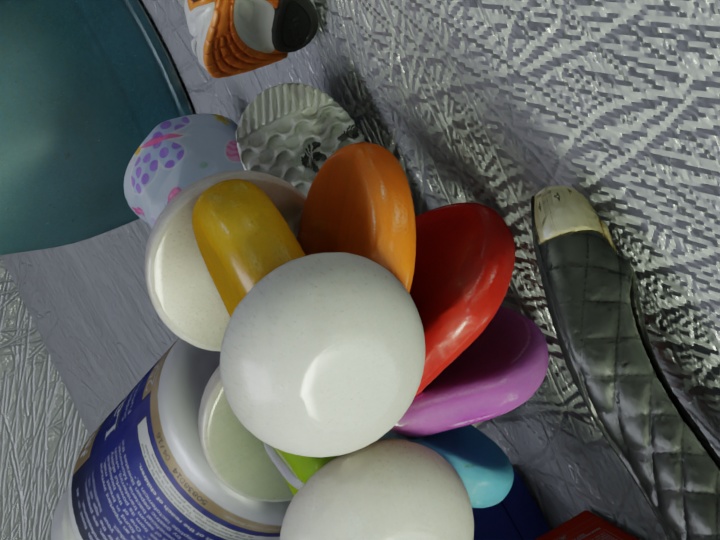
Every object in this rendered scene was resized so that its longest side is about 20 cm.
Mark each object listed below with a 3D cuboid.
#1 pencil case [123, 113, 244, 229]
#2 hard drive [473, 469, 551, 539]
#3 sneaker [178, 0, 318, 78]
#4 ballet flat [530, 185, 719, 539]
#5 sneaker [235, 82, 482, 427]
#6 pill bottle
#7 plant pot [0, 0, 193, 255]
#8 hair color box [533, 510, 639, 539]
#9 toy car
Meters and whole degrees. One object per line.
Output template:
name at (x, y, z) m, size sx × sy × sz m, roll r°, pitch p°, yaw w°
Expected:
pencil case at (-0.059, -0.005, 1.139) m, size 0.200 × 0.083 × 0.091 m, roll 51°, pitch -179°, yaw 36°
hard drive at (0.030, 0.194, 0.959) m, size 0.132 × 0.200 × 0.025 m, roll 60°, pitch 146°, yaw 7°
sneaker at (-0.069, -0.169, 0.892) m, size 0.092 × 0.076 × 0.200 m, roll 61°, pitch 165°, yaw 22°
ballet flat at (0.118, 0.053, 0.724) m, size 0.200 × 0.057 × 0.066 m, roll 63°, pitch -166°, yaw 17°
sneaker at (0.000, 0.000, 0.988) m, size 0.100 × 0.070 × 0.200 m, roll -160°, pitch 45°, yaw -82°
pill bottle at (-0.084, 0.109, 1.043) m, size 0.116 × 0.116 × 0.200 m, roll 59°, pitch 141°, yaw 11°
plant pot at (-0.232, -0.100, 1.355) m, size 0.200 × 0.188 × 0.200 m, roll 56°, pitch 165°, yaw 24°
hair color box at (0.132, 0.181, 0.853) m, size 0.102 × 0.061 × 0.200 m, roll 66°, pitch 166°, yaw -16°
toy car at (0.006, 0.039, 0.854) m, size 0.175 × 0.150 × 0.200 m, roll 43°, pitch 153°, yaw 59°
